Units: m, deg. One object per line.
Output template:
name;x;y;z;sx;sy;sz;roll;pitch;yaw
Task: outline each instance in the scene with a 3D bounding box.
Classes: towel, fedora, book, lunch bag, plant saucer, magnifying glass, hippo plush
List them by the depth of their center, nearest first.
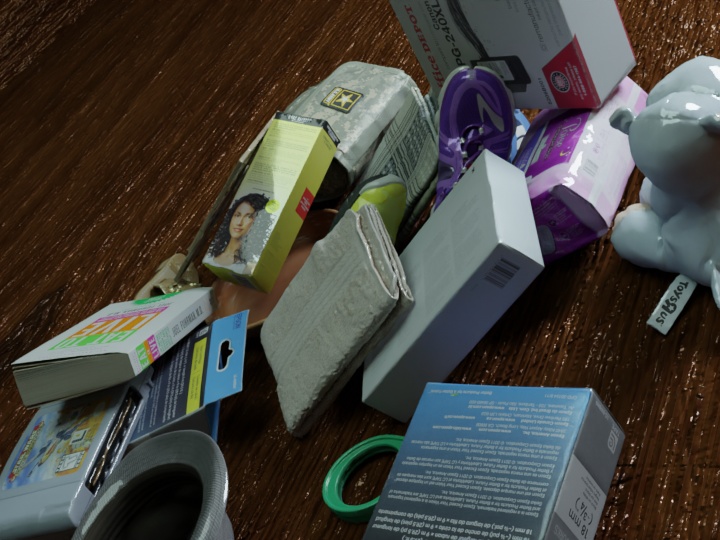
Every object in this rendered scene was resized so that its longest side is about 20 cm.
hippo plush;0.252;-0.076;0.849;0.159;0.161;0.200;2;44;48
magnifying glass;0.057;0.155;0.852;0.199;0.022;0.080;-21;31;27
fedora;-0.161;0.241;0.872;0.176;0.090;0.201;-18;38;31
towel;-0.029;0.045;0.979;0.200;0.034;0.133;-54;37;29
book;-0.245;0.072;1.094;0.133;0.048;0.200;-11;13;18
towel;0.043;-0.107;1.168;0.200;0.034;0.193;-55;19;25
plant saucer;-0.089;0.009;1.212;0.199;0.038;0.201;-27;30;17
lunch bag;-0.032;-0.173;1.328;0.200;0.118;0.164;-11;34;55

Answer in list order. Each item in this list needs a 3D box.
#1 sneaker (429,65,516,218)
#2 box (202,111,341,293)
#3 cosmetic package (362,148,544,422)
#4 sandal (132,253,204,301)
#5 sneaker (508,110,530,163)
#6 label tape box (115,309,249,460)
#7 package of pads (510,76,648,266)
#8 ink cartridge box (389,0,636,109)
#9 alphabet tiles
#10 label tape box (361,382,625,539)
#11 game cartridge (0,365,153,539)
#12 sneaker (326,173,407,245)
sneaker;0.107;-0.093;1.014;0.080;0.201;0.083;4;16;5
box;-0.097;-0.078;1.183;0.075;0.050;0.201;13;70;29
cosmetic package;0.074;0.013;0.928;0.200;0.051;0.151;-52;22;30
sandal;-0.216;0.028;1.276;0.069;0.078;0.212;-31;23;18
sneaker;0.141;-0.141;1.154;0.074;0.082;0.200;-23;29;24
label tape box;-0.189;0.139;1.091;0.199;0.066;0.144;-25;31;12
package of pads;0.200;-0.097;1.010;0.120;0.076;0.200;-33;20;47
ink cartridge box;0.142;-0.234;1.018;0.199;0.146;0.083;7;46;46
alphabet tiles;-0.161;-0.081;1.247;0.200;0.008;0.167;-56;6;29
label tape box;0.081;0.177;0.730;0.144;0.063;0.201;-3;49;41
game cartridge;-0.287;0.178;1.034;0.132;0.042;0.201;-14;37;24
sneaker;0.000;0.000;1.063;0.076;0.075;0.201;36;103;48
